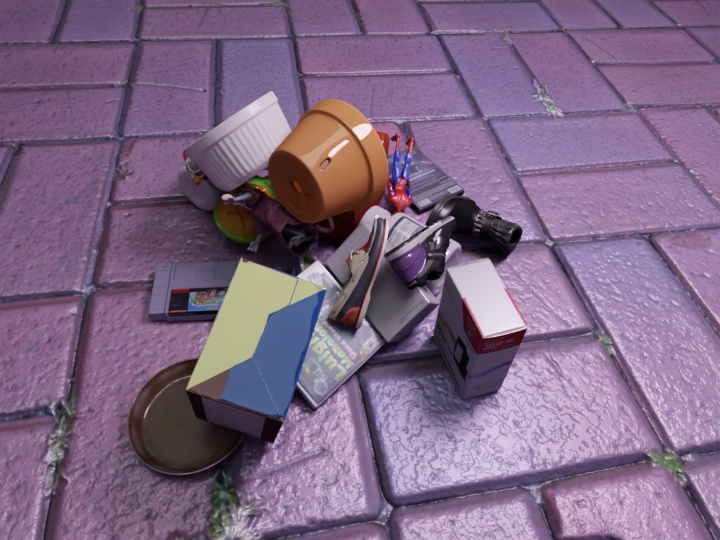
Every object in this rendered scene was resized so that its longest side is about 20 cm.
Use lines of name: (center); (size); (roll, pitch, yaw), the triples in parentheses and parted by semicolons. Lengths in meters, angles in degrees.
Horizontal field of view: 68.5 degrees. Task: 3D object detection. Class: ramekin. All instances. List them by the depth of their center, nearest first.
ramekin: (-0.220, -0.238, 1.005); (0.198, 0.106, 0.201); (-30, 19, 11)

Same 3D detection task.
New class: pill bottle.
pill bottle: (0.094, -0.047, 1.083); (0.198, 0.121, 0.120); (32, 54, 21)
pill bottle: (-0.310, -0.237, 1.213); (0.111, 0.113, 0.201); (26, 53, 17)

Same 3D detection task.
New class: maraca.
maraca: (-0.229, -0.136, 1.137); (0.136, 0.107, 0.201); (36, 52, -1)

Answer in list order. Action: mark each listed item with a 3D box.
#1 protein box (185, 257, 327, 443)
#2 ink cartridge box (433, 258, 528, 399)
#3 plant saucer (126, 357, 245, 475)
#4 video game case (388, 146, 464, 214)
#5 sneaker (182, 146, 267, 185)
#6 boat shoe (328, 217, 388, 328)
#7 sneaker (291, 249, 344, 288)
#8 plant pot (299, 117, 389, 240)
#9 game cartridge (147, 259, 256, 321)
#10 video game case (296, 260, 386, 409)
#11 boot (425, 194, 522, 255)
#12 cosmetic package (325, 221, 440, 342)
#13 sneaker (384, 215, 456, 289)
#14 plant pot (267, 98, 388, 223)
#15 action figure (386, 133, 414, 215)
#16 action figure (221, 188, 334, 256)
protein box: (-0.153, 0.128, 0.794); (0.133, 0.200, 0.201); (19, 62, -4)
ink cartridge box: (0.197, 0.105, 0.910); (0.081, 0.202, 0.147); (-12, 51, -12)
plant saucer: (-0.275, 0.238, 0.867); (0.196, 0.032, 0.202); (3, 49, -4)
video game case: (0.141, -0.228, 1.309); (0.141, 0.019, 0.200); (-25, 55, -24)
sneaker: (-0.272, -0.217, 1.123); (0.197, 0.078, 0.084); (-9, 85, -28)
boat shoe: (0.000, 0.000, 0.925); (0.062, 0.203, 0.071); (18, 7, 1)
sneaker: (-0.068, 0.040, 1.023); (0.075, 0.078, 0.200); (-32, 61, -30)
plant pot: (-0.056, -0.181, 1.147); (0.197, 0.201, 0.178); (13, 61, 6)
game cartridge: (-0.304, 0.037, 1.035); (0.196, 0.039, 0.131); (-3, 46, -7)
video game case: (-0.079, 0.109, 0.945); (0.181, 0.023, 0.200); (-39, 82, -23)
boot: (0.247, -0.093, 1.127); (0.157, 0.080, 0.210); (39, 33, 26)
cosmetic package: (0.041, 0.023, 0.991); (0.113, 0.081, 0.200); (-46, 69, 13)
sneaker: (0.123, -0.028, 0.958); (0.199, 0.075, 0.088); (-33, 94, -43)
plant pot: (-0.069, -0.178, 0.933); (0.199, 0.202, 0.140); (35, 53, 23)
action figure: (0.092, -0.213, 1.233); (0.064, 0.052, 0.204); (11, 73, -23)
action figure: (-0.169, -0.115, 1.012); (0.199, 0.135, 0.149); (37, 65, 24)
